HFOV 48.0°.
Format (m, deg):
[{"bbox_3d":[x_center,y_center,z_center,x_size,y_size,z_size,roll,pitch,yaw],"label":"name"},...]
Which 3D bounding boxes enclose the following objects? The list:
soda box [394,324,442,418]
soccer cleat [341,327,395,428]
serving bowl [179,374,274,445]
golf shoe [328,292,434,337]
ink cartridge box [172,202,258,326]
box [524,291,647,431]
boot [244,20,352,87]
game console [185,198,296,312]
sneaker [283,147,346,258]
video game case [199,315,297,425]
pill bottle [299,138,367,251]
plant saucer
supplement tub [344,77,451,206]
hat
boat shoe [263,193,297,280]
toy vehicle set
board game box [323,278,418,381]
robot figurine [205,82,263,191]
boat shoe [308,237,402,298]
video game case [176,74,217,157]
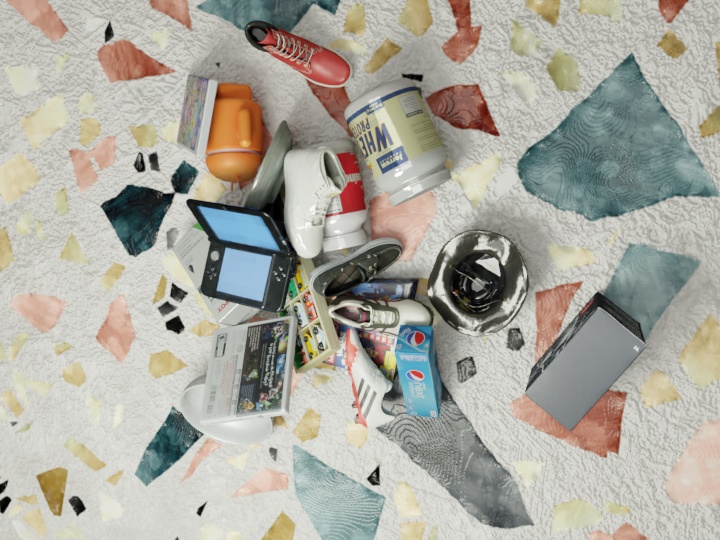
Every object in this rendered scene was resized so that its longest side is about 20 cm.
[{"bbox_3d":[0.111,0.191,1.515,0.064,0.068,0.201,2,136,14],"label":"soda box"},{"bbox_3d":[0.016,0.202,1.540,0.085,0.069,0.201,-10,98,5],"label":"soccer cleat"},{"bbox_3d":[-0.266,0.272,1.655,0.199,0.066,0.201,9,136,9],"label":"serving bowl"},{"bbox_3d":[0.036,0.089,1.504,0.199,0.088,0.078,6,97,13],"label":"golf shoe"},{"bbox_3d":[-0.261,-0.010,1.608,0.147,0.083,0.200,-43,68,15],"label":"ink cartridge box"},{"bbox_3d":[0.396,0.155,1.430,0.104,0.182,0.200,39,105,7],"label":"box"},{"bbox_3d":[-0.117,-0.405,1.514,0.199,0.144,0.073,27,102,9],"label":"boot"},{"bbox_3d":[-0.231,-0.027,1.478,0.199,0.118,0.172,11,88,31],"label":"game console"},{"bbox_3d":[-0.078,-0.121,1.451,0.115,0.073,0.201,1,100,46],"label":"sneaker"},{"bbox_3d":[-0.211,0.189,1.537,0.181,0.023,0.201,-11,54,20],"label":"video game case"},{"bbox_3d":[-0.048,-0.143,1.546,0.112,0.112,0.201,-10,95,16],"label":"pill bottle"},{"bbox_3d":[-0.166,-0.185,1.536,0.050,0.200,0.201,24,103,-7],"label":"plant saucer"},{"bbox_3d":[0.071,-0.233,1.485,0.144,0.145,0.201,-25,90,17],"label":"supplement tub"},{"bbox_3d":[0.227,0.018,1.512,0.200,0.081,0.202,5,103,22],"label":"hat"},{"bbox_3d":[-0.159,-0.072,1.572,0.066,0.072,0.201,-36,55,19],"label":"boat shoe"},{"bbox_3d":[-0.112,0.086,1.577,0.124,0.026,0.201,-38,63,42],"label":"toy vehicle set"},{"bbox_3d":[-0.005,0.093,1.592,0.199,0.062,0.201,14,101,14],"label":"board game box"},{"bbox_3d":[-0.247,-0.259,1.576,0.143,0.116,0.201,-5,85,27],"label":"robot figurine"},{"bbox_3d":[0.000,0.000,1.534,0.199,0.057,0.069,-24,129,-17],"label":"boat shoe"},{"bbox_3d":[-0.320,-0.304,1.570,0.018,0.200,0.144,7,102,-26],"label":"video game case"}]
